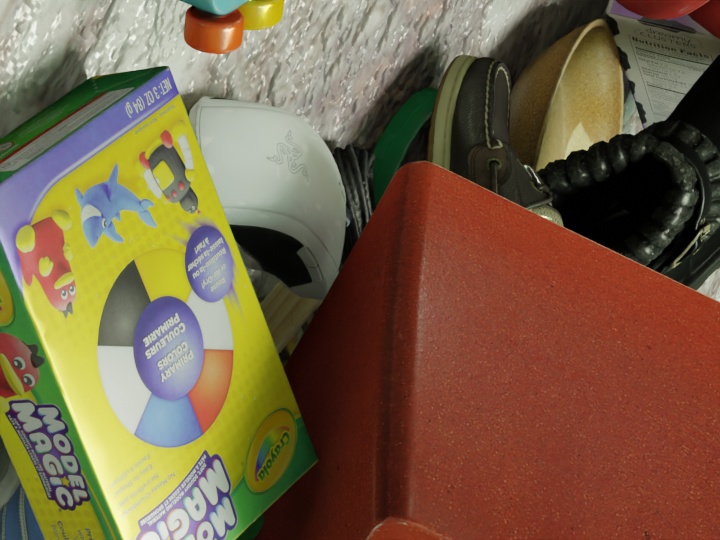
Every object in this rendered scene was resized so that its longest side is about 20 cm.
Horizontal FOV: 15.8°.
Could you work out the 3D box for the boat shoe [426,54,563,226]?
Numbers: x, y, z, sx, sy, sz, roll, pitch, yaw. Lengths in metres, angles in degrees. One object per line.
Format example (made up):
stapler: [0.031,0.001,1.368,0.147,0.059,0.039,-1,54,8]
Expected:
boat shoe: [0.065,-0.017,1.226,0.073,0.065,0.201,64,26,-55]

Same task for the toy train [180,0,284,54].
toy train: [-0.038,-0.183,0.964,0.200,0.055,0.150,-62,157,-17]

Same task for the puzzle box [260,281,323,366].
puzzle box: [-0.068,0.116,1.205,0.200,0.025,0.133,-51,146,-25]

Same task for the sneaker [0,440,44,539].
sneaker: [-0.101,0.073,1.054,0.200,0.077,0.076,-60,156,-19]

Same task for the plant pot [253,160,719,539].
plant pot: [0.055,0.114,1.065,0.200,0.199,0.177,-59,-170,36]

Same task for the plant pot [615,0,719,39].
plant pot: [0.215,-0.190,1.224,0.182,0.200,0.201,10,109,-24]

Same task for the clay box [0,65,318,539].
clay box: [-0.085,0.038,0.975,0.115,0.047,0.201,-41,118,-45]

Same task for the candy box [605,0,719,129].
candy box: [0.211,-0.171,1.483,0.200,0.071,0.168,56,51,-65]

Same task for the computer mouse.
computer mouse: [-0.019,-0.023,1.132,0.200,0.044,0.110,35,45,-66]

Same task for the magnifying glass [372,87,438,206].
magnifying glass: [0.000,0.000,1.282,0.200,0.022,0.080,-60,158,-11]

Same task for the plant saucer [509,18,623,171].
plant saucer: [0.100,-0.039,1.405,0.200,0.035,0.201,11,90,-73]

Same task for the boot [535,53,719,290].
boot: [0.170,-0.061,1.311,0.211,0.079,0.158,-54,157,7]
